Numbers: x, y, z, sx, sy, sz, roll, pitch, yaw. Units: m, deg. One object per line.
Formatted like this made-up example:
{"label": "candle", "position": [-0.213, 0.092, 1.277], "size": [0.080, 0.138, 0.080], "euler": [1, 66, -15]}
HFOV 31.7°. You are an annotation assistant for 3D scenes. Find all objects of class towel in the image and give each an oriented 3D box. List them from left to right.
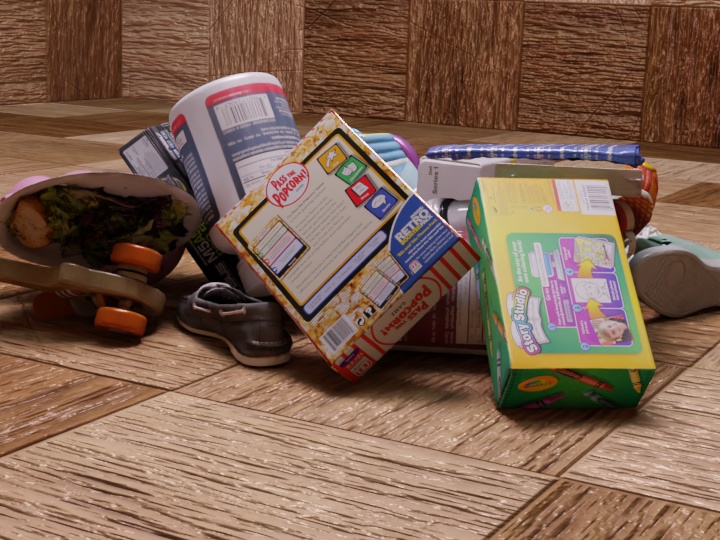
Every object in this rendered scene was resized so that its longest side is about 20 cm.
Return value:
{"label": "towel", "position": [0.174, -0.111, 1.233], "size": [0.200, 0.024, 0.145], "euler": [2, 6, 13]}

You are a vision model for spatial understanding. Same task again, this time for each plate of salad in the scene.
{"label": "plate of salad", "position": [-0.251, -0.036, 1.215], "size": [0.200, 0.048, 0.200], "euler": [-8, -25, -4]}

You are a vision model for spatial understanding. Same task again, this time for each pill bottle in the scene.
{"label": "pill bottle", "position": [-0.104, -0.081, 1.254], "size": [0.119, 0.200, 0.120], "euler": [-20, -10, -4]}
{"label": "pill bottle", "position": [0.092, 0.020, 1.152], "size": [0.200, 0.114, 0.114], "euler": [3, 12, 4]}

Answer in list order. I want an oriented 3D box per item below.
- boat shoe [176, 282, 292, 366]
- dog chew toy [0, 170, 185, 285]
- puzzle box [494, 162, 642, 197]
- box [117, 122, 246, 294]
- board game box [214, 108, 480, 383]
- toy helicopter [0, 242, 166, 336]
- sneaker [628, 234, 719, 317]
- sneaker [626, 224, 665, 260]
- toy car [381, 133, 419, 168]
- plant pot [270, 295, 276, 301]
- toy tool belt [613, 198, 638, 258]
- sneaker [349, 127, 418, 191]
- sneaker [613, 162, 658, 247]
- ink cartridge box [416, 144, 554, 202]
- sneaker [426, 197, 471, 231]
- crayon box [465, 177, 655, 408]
{"label": "boat shoe", "position": [-0.116, 0.036, 1.175], "size": [0.067, 0.057, 0.200], "euler": [-4, 14, -28]}
{"label": "dog chew toy", "position": [-0.284, -0.049, 1.339], "size": [0.200, 0.125, 0.124], "euler": [9, 5, -38]}
{"label": "puzzle box", "position": [0.194, -0.088, 1.215], "size": [0.133, 0.025, 0.200], "euler": [4, 5, 5]}
{"label": "box", "position": [-0.160, -0.067, 1.361], "size": [0.044, 0.200, 0.160], "euler": [-34, 4, 15]}
{"label": "board game box", "position": [-0.016, -0.025, 1.094], "size": [0.200, 0.151, 0.046], "euler": [48, 4, 36]}
{"label": "toy helicopter", "position": [-0.284, 0.012, 1.205], "size": [0.200, 0.079, 0.132], "euler": [12, -12, -5]}
{"label": "sneaker", "position": [0.323, 0.000, 1.381], "size": [0.200, 0.074, 0.118], "euler": [4, 14, -43]}
{"label": "sneaker", "position": [0.329, -0.033, 1.537], "size": [0.200, 0.080, 0.070], "euler": [10, 12, 27]}
{"label": "toy car", "position": [0.025, -0.098, 1.616], "size": [0.175, 0.150, 0.200], "euler": [6, 12, 19]}
{"label": "plant pot", "position": [0.000, 0.000, 1.322], "size": [0.200, 0.028, 0.200], "euler": [-16, 13, 4]}
{"label": "toy tool belt", "position": [0.229, -0.035, 1.367], "size": [0.200, 0.125, 0.123], "euler": [-21, -8, 42]}
{"label": "sneaker", "position": [-0.025, -0.088, 1.479], "size": [0.200, 0.131, 0.080], "euler": [-31, 3, -16]}
{"label": "sneaker", "position": [0.280, -0.052, 1.446], "size": [0.073, 0.200, 0.077], "euler": [31, 53, -9]}
{"label": "ink cartridge box", "position": [0.149, -0.067, 1.503], "size": [0.084, 0.145, 0.200], "euler": [10, 14, 32]}
{"label": "sneaker", "position": [0.143, -0.017, 1.260], "size": [0.115, 0.075, 0.200], "euler": [-8, -26, 21]}
{"label": "crayon box", "position": [0.161, 0.015, 1.051], "size": [0.119, 0.058, 0.200], "euler": [1, 53, -8]}
